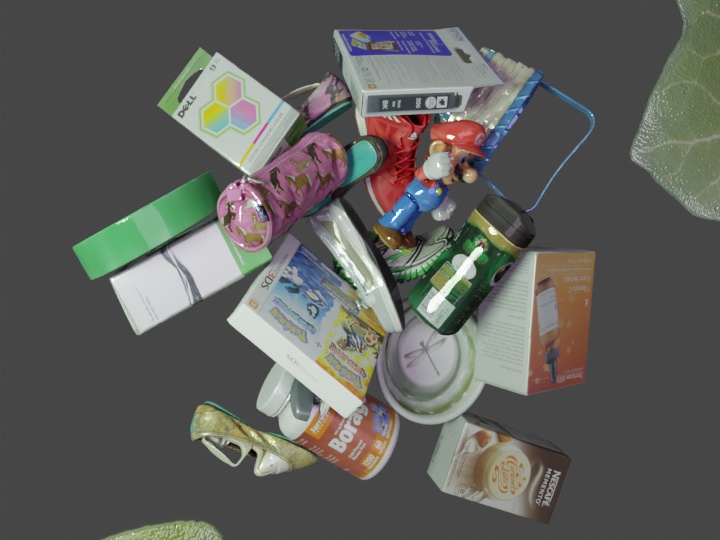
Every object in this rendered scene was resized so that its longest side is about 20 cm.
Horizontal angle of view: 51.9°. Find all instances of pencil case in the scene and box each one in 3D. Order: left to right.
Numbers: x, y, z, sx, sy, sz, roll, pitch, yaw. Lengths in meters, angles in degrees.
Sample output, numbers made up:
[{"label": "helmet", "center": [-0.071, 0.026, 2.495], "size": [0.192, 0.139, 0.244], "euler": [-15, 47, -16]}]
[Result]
[{"label": "pencil case", "center": [-0.093, -0.105, 0.934], "size": [0.083, 0.087, 0.200], "euler": [44, 44, 2]}]

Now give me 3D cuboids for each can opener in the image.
[{"label": "can opener", "center": [-0.056, 0.117, 1.031], "size": [0.065, 0.203, 0.053], "euler": [16, 132, -11]}]

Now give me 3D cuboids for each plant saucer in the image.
[{"label": "plant saucer", "center": [0.106, 0.129, 1.134], "size": [0.194, 0.050, 0.207], "euler": [-1, 93, -20]}]

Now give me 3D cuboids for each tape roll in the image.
[{"label": "tape roll", "center": [-0.267, -0.059, 0.946], "size": [0.197, 0.200, 0.049], "euler": [-30, 103, -8]}]

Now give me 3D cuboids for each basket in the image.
[{"label": "basket", "center": [0.218, -0.209, 1.073], "size": [0.199, 0.139, 0.177], "euler": [40, 87, 10]}]

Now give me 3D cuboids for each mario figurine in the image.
[{"label": "mario figurine", "center": [0.108, -0.108, 1.001], "size": [0.104, 0.124, 0.202], "euler": [30, 112, -15]}]

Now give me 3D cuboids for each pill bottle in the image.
[{"label": "pill bottle", "center": [-0.048, 0.211, 1.079], "size": [0.197, 0.112, 0.114], "euler": [32, 89, -15]}]

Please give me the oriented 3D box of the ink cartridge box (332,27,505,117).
[{"label": "ink cartridge box", "center": [0.073, -0.277, 1.015], "size": [0.194, 0.200, 0.044], "euler": [-6, 130, -11]}]

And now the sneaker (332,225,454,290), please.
[{"label": "sneaker", "center": [0.050, -0.025, 1.094], "size": [0.195, 0.078, 0.087], "euler": [-22, 101, -10]}]

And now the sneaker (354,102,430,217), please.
[{"label": "sneaker", "center": [0.056, -0.162, 1.053], "size": [0.077, 0.115, 0.205], "euler": [-25, 102, -26]}]

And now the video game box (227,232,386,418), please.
[{"label": "video game box", "center": [-0.060, 0.067, 0.988], "size": [0.199, 0.184, 0.047], "euler": [40, 126, -10]}]

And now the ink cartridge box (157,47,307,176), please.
[{"label": "ink cartridge box", "center": [-0.179, -0.214, 0.986], "size": [0.198, 0.059, 0.105], "euler": [37, 89, 9]}]

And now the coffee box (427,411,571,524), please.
[{"label": "coffee box", "center": [0.220, 0.309, 1.175], "size": [0.195, 0.080, 0.117], "euler": [20, 92, -15]}]

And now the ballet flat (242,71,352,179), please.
[{"label": "ballet flat", "center": [-0.101, -0.205, 1.044], "size": [0.199, 0.069, 0.072], "euler": [-40, 86, -4]}]

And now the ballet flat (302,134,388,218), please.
[{"label": "ballet flat", "center": [-0.038, -0.130, 1.051], "size": [0.196, 0.068, 0.069], "euler": [-23, 98, 29]}]

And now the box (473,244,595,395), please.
[{"label": "box", "center": [0.263, 0.068, 1.117], "size": [0.149, 0.105, 0.207], "euler": [-3, 98, -40]}]

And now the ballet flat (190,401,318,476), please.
[{"label": "ballet flat", "center": [-0.158, 0.261, 1.078], "size": [0.196, 0.071, 0.072], "euler": [28, 90, -12]}]

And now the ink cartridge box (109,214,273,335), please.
[{"label": "ink cartridge box", "center": [-0.225, -0.007, 0.992], "size": [0.197, 0.146, 0.085], "euler": [-30, 101, -10]}]

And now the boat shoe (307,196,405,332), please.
[{"label": "boat shoe", "center": [-0.001, 0.000, 1.030], "size": [0.064, 0.074, 0.205], "euler": [-29, 96, 15]}]

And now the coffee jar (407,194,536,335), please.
[{"label": "coffee jar", "center": [0.157, -0.010, 1.028], "size": [0.085, 0.104, 0.201], "euler": [43, 106, 19]}]
